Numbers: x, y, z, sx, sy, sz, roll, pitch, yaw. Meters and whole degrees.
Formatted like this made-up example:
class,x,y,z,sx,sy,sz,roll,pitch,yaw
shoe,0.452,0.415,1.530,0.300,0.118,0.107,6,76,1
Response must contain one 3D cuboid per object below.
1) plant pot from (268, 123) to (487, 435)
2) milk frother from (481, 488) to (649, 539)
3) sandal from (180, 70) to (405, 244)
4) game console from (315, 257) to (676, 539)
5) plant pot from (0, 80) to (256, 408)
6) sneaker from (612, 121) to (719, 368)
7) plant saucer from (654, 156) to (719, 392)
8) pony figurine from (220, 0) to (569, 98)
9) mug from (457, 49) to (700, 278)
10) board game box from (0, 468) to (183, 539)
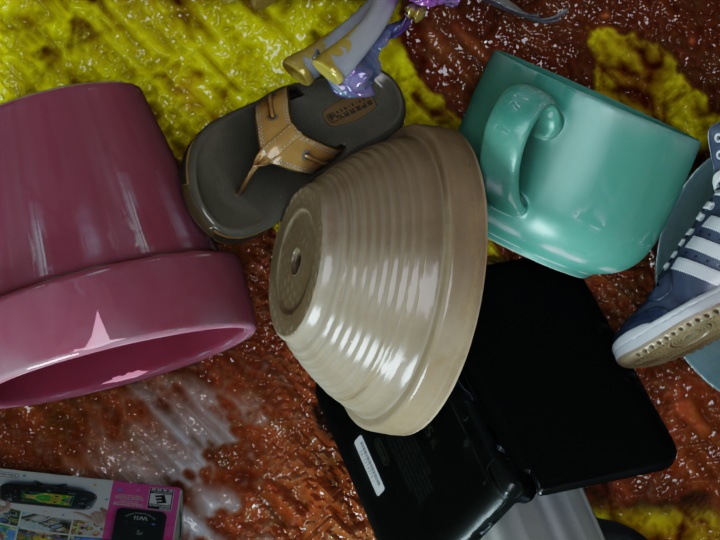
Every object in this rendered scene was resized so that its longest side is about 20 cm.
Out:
class,x,y,z,sx,sy,sz,roll,pitch,yaw
plant pot,0.000,0.000,1.528,0.092,0.201,0.202,10,97,-20
milk frother,0.114,0.261,1.615,0.200,0.189,0.180,-41,133,20
sandal,-0.039,-0.087,1.571,0.200,0.055,0.082,-28,81,-35
game console,0.085,0.101,1.601,0.116,0.200,0.176,19,123,-39
plant pot,-0.183,-0.020,1.571,0.199,0.200,0.180,-15,81,1
sneaker,0.233,-0.025,1.562,0.200,0.070,0.109,-35,69,17
plant saucer,0.301,-0.003,1.647,0.200,0.039,0.202,0,98,-1
pony figurine,0.024,-0.207,1.563,0.193,0.167,0.200,37,76,20
mug,0.122,-0.068,1.571,0.184,0.152,0.115,18,100,-32
board game box,-0.199,0.219,1.581,0.147,0.200,0.065,6,122,-2
